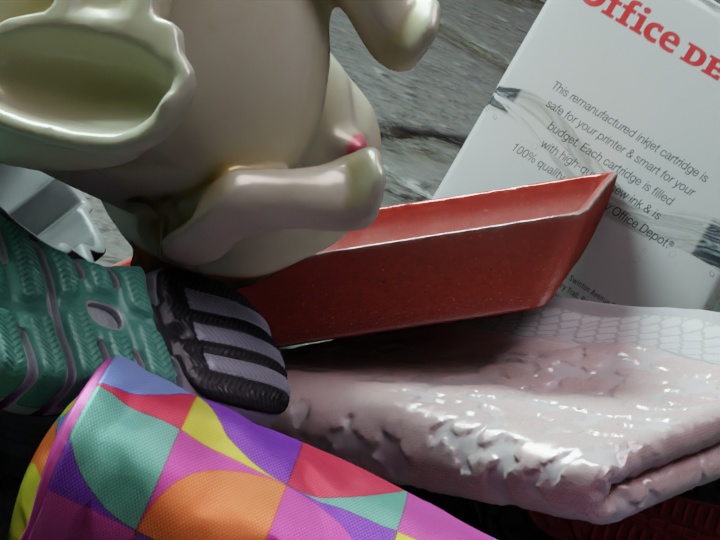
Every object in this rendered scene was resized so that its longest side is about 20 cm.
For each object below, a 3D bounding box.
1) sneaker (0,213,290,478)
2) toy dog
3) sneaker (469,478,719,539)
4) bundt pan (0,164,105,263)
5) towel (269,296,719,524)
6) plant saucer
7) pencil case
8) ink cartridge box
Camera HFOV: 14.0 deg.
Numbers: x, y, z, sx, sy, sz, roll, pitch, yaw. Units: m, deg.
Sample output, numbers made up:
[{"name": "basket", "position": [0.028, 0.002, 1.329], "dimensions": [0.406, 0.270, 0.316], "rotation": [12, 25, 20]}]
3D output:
[{"name": "sneaker", "position": [-0.117, 0.033, 0.908], "dimensions": [0.199, 0.088, 0.075], "rotation": [21, 39, -39]}, {"name": "toy dog", "position": [-0.069, -0.057, 0.968], "dimensions": [0.193, 0.140, 0.200], "rotation": [-7, -25, 24]}, {"name": "sneaker", "position": [0.140, 0.097, 1.148], "dimensions": [0.199, 0.080, 0.096], "rotation": [26, 11, -1]}, {"name": "bundt pan", "position": [-0.184, -0.051, 1.021], "dimensions": [0.202, 0.076, 0.202], "rotation": [46, 7, -7]}, {"name": "towel", "position": [0.063, 0.043, 1.076], "dimensions": [0.199, 0.032, 0.191], "rotation": [8, 16, 41]}, {"name": "plant saucer", "position": [0.000, 0.000, 1.142], "dimensions": [0.199, 0.037, 0.200], "rotation": [-9, 4, 9]}, {"name": "pencil case", "position": [-0.007, 0.098, 0.859], "dimensions": [0.199, 0.089, 0.088], "rotation": [25, 13, -5]}, {"name": "ink cartridge box", "position": [0.116, -0.020, 1.262], "dimensions": [0.145, 0.201, 0.084], "rotation": [34, 8, 30]}]
